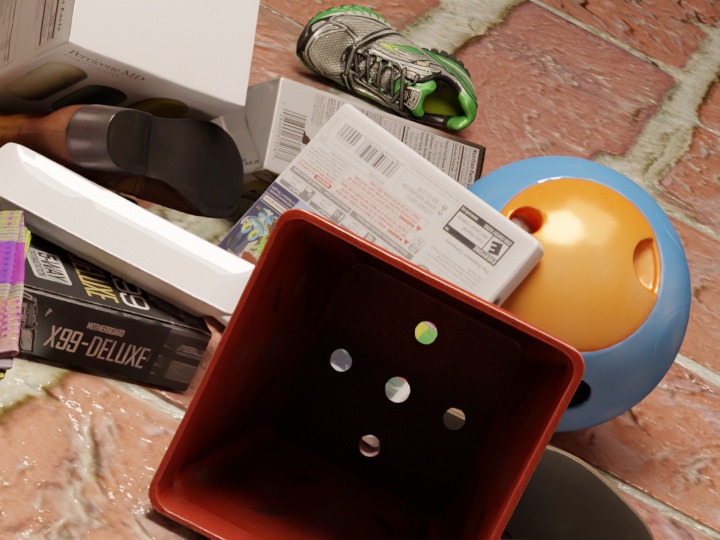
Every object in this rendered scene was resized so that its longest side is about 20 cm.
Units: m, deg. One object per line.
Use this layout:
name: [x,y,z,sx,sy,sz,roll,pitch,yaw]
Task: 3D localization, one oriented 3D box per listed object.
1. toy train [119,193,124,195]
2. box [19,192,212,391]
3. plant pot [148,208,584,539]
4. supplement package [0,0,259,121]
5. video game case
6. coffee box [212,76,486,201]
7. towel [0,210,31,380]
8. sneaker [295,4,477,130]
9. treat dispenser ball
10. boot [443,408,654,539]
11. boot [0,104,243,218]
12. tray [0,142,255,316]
toy train: [-0.153,-0.136,1.981,0.084,0.116,0.200,22,20,-7]
box: [-0.203,-0.003,1.683,0.157,0.050,0.200,16,21,-28]
plant pot: [0.013,0.084,1.536,0.199,0.201,0.176,27,9,4]
supplement package: [-0.188,-0.188,1.841,0.151,0.152,0.200,18,-21,-31]
video game case: [0.000,0.000,1.754,0.200,0.182,0.023,38,-9,30]
coffee box: [-0.014,-0.085,2.000,0.199,0.080,0.113,17,-12,-30]
towel: [-0.274,0.017,1.508,0.143,0.023,0.200,-4,27,-3]
sneaker: [0.031,-0.195,2.410,0.199,0.078,0.085,17,22,-23]
treat dispenser ball: [0.142,0.017,1.824,0.200,0.202,0.201,22,20,-8]
boot: [0.117,0.145,1.679,0.199,0.074,0.075,30,10,19]
boot: [-0.206,-0.081,1.826,0.199,0.069,0.188,5,-1,35]
tray: [-0.166,-0.023,1.671,0.199,0.022,0.107,27,19,2]
